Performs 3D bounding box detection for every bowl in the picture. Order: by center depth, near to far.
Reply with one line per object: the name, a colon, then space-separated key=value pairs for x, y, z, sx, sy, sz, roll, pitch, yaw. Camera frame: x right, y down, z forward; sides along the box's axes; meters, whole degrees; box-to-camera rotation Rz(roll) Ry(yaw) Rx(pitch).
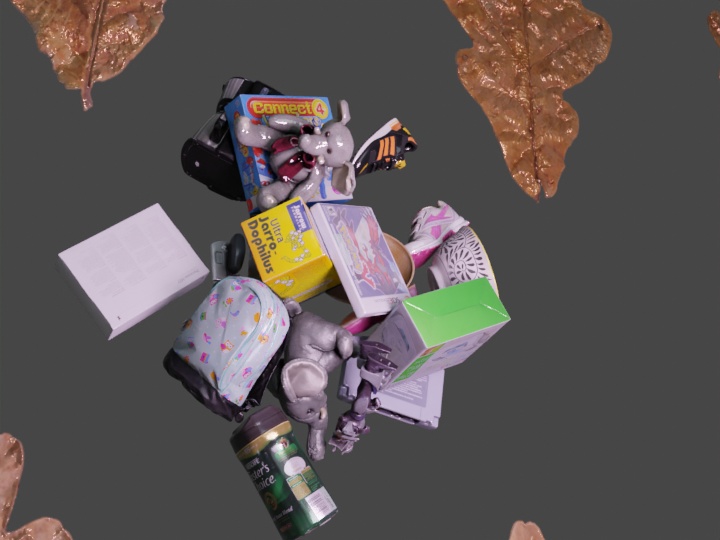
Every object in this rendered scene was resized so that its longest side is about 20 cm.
bowl: x=0.185 y=0.024 z=1.610 sx=0.093 sy=0.201 sz=0.203 roll=-18 pitch=72 yaw=-8

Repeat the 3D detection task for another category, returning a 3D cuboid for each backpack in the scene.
backpack: x=-0.199 y=0.110 z=1.310 sx=0.166 sy=0.127 sz=0.201 roll=35 pitch=85 yaw=22

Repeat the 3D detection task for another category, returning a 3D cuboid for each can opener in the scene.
can opener: x=-0.226 y=0.034 z=1.440 sx=0.052 sy=0.066 sz=0.202 roll=6 pitch=66 yaw=-27

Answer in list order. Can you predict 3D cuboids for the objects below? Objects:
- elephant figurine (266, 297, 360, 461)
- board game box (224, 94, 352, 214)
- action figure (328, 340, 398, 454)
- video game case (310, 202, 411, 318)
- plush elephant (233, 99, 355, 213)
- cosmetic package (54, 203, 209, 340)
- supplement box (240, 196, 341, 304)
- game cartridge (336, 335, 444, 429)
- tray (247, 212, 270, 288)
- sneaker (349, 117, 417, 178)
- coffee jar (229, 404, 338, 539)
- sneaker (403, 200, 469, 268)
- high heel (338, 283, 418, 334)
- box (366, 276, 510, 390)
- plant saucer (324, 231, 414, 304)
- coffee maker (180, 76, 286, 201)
elephant figurine: x=-0.094 y=0.182 z=1.397 sx=0.154 sy=0.142 sz=0.201 roll=23 pitch=68 yaw=19
board game box: x=-0.125 y=-0.207 z=1.494 sx=0.199 sy=0.056 sz=0.198 roll=-9 pitch=82 yaw=-41
action figure: x=0.002 y=0.221 z=1.388 sx=0.069 sy=0.202 sz=0.130 roll=18 pitch=22 yaw=0
video game case: x=0.007 y=-0.020 z=1.428 sx=0.182 sy=0.023 sz=0.202 roll=-3 pitch=65 yaw=-60
plush elephant: x=-0.080 y=-0.195 z=1.384 sx=0.199 sy=0.154 sz=0.167 roll=-7 pitch=80 yaw=-40
cosmetic package: x=-0.372 y=-0.002 z=1.384 sx=0.199 sy=0.052 sz=0.151 roll=-34 pitch=81 yaw=-37
supplement box: x=-0.108 y=-0.026 z=1.406 sx=0.109 sy=0.200 sz=0.110 roll=-24 pitch=74 yaw=2
game cartridge: x=0.057 y=0.196 z=1.520 sx=0.198 sy=0.040 sz=0.135 roll=22 pitch=59 yaw=-17
tray: x=-0.157 y=-0.052 z=1.547 sx=0.106 sy=0.022 sz=0.202 roll=11 pitch=59 yaw=-24
sneaker: x=0.049 y=-0.235 z=1.726 sx=0.090 sy=0.070 sz=0.200 roll=41 pitch=51 yaw=1
coffee jar: x=-0.124 y=0.315 z=1.314 sx=0.085 sy=0.104 sz=0.201 roll=-23 pitch=76 yaw=-38
sneaker: x=0.129 y=-0.074 z=1.684 sx=0.088 sy=0.081 sz=0.199 roll=48 pitch=46 yaw=8
high heel: x=0.044 y=0.103 z=1.552 sx=0.199 sy=0.067 sz=0.097 roll=-27 pitch=101 yaw=-40
box: x=0.127 y=0.109 z=1.472 sx=0.199 sy=0.177 sz=0.097 roll=-14 pitch=66 yaw=-36
plant saucer: x=0.000 y=0.000 z=1.558 sx=0.198 sy=0.036 sz=0.201 roll=3 pitch=44 yaw=-2
coffee maker: x=-0.209 y=-0.235 z=1.563 sx=0.192 sy=0.134 sz=0.201 roll=42 pitch=52 yaw=-21
